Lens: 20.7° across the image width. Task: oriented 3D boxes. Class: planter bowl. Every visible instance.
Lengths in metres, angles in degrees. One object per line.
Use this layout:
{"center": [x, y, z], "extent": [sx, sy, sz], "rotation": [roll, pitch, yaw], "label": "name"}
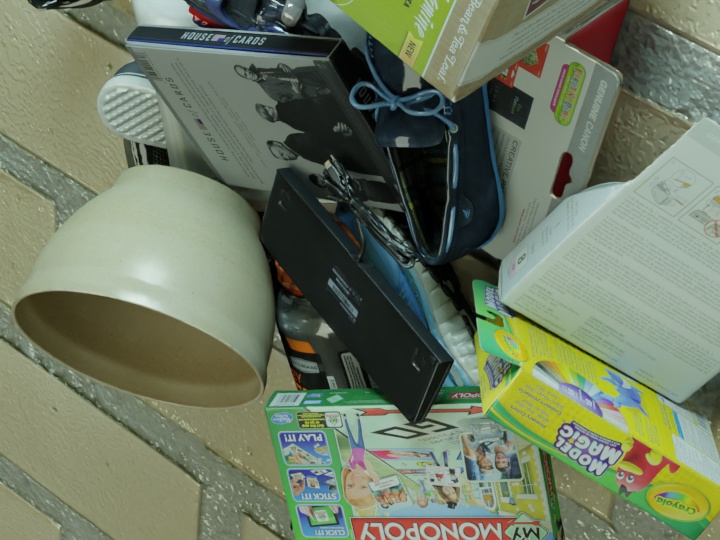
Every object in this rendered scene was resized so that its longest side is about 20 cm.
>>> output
{"center": [-0.150, 0.005, 1.506], "extent": [0.200, 0.135, 0.200], "rotation": [15, 156, 7], "label": "planter bowl"}

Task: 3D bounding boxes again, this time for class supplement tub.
{"center": [0.006, 0.068, 1.540], "extent": [0.122, 0.122, 0.200], "rotation": [6, 121, 43], "label": "supplement tub"}

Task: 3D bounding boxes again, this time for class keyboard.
{"center": [0.000, 0.000, 1.364], "extent": [0.200, 0.021, 0.127], "rotation": [49, 142, 27], "label": "keyboard"}

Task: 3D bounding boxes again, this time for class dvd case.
{"center": [-0.059, -0.108, 1.385], "extent": [0.200, 0.025, 0.150], "rotation": [11, 145, 41], "label": "dvd case"}

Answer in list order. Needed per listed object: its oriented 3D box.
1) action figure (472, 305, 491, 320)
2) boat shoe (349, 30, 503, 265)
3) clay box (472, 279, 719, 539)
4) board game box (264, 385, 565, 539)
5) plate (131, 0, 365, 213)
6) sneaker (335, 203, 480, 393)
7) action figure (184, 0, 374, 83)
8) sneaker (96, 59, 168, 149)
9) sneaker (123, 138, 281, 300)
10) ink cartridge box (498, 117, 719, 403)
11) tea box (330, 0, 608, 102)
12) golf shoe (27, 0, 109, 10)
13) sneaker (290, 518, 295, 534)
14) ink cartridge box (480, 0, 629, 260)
{"center": [0.137, 0.076, 1.461], "extent": [0.130, 0.069, 0.200], "rotation": [53, 146, -9], "label": "action figure"}
{"center": [0.046, -0.096, 1.288], "extent": [0.084, 0.069, 0.200], "rotation": [-2, 117, 46], "label": "boat shoe"}
{"center": [0.149, 0.089, 1.315], "extent": [0.200, 0.115, 0.048], "rotation": [31, 111, -13], "label": "clay box"}
{"center": [0.040, 0.148, 1.411], "extent": [0.200, 0.029, 0.135], "rotation": [-3, 114, 21], "label": "board game box"}
{"center": [-0.067, -0.119, 1.482], "extent": [0.199, 0.032, 0.200], "rotation": [1, 125, 16], "label": "plate"}
{"center": [0.029, 0.033, 1.423], "extent": [0.090, 0.078, 0.200], "rotation": [-32, 77, 15], "label": "sneaker"}
{"center": [-0.045, -0.213, 1.353], "extent": [0.200, 0.105, 0.194], "rotation": [36, 133, 1], "label": "action figure"}
{"center": [-0.102, -0.122, 1.559], "extent": [0.200, 0.079, 0.079], "rotation": [23, 128, 3], "label": "sneaker"}
{"center": [-0.114, -0.053, 1.617], "extent": [0.114, 0.076, 0.200], "rotation": [-9, 113, 46], "label": "sneaker"}
{"center": [0.213, -0.012, 1.284], "extent": [0.162, 0.057, 0.200], "rotation": [29, 124, -21], "label": "ink cartridge box"}
{"center": [0.065, -0.241, 1.194], "extent": [0.197, 0.200, 0.134], "rotation": [41, 139, 17], "label": "tea box"}
{"center": [-0.193, -0.255, 1.535], "extent": [0.078, 0.094, 0.200], "rotation": [55, 140, 1], "label": "golf shoe"}
{"center": [0.018, 0.151, 1.467], "extent": [0.115, 0.076, 0.201], "rotation": [35, 117, -13], "label": "sneaker"}
{"center": [0.104, -0.116, 1.337], "extent": [0.175, 0.084, 0.200], "rotation": [36, 138, 21], "label": "ink cartridge box"}
